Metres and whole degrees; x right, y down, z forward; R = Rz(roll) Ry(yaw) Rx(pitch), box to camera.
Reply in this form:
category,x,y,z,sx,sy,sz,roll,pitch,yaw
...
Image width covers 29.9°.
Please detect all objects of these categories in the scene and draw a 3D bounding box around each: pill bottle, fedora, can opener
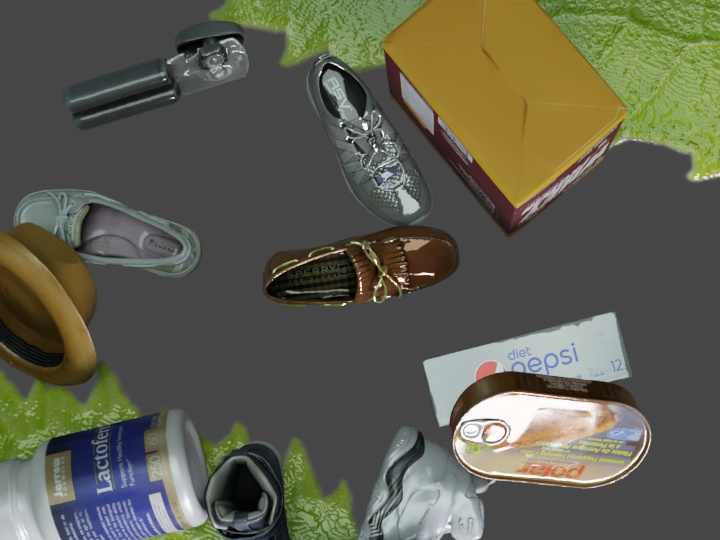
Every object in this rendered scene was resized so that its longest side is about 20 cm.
category,x,y,z,sx,sy,sz,roll,pitch,yaw
pill bottle,-0.255,0.213,1.323,0.197,0.116,0.117,-14,83,2
fedora,-0.324,0.021,1.344,0.199,0.202,0.082,32,49,7
can opener,-0.212,-0.207,1.411,0.197,0.054,0.067,-16,50,2

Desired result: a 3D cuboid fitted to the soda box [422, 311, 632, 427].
category,x,y,z,sx,sy,sz,roll,pitch,yaw
soda box,0.163,0.098,1.335,0.197,0.063,0.069,-15,82,2

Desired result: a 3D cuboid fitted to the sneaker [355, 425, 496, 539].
category,x,y,z,sx,sy,sz,roll,pitch,yaw
sneaker,0.056,0.263,1.316,0.113,0.075,0.203,19,82,8

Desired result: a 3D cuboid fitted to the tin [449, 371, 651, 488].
category,x,y,z,sx,sy,sz,roll,pitch,yaw
tin,0.181,0.154,1.299,0.197,0.042,0.113,8,120,-14

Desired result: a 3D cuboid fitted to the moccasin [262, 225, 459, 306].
category,x,y,z,sx,sy,sz,roll,pitch,yaw
moccasin,0.000,-0.002,1.343,0.198,0.078,0.075,-3,107,3

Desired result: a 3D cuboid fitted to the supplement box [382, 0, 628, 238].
category,x,y,z,sx,sy,sz,roll,pitch,yaw
supplement box,0.134,-0.161,1.298,0.132,0.200,0.198,-39,82,-2

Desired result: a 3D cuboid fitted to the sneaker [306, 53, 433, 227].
category,x,y,z,sx,sy,sz,roll,pitch,yaw
sneaker,0.002,-0.130,1.363,0.074,0.082,0.201,-35,82,-1

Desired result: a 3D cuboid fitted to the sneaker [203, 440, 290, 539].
category,x,y,z,sx,sy,sz,roll,pitch,yaw
sneaker,-0.101,0.269,1.293,0.076,0.146,0.206,-10,84,1

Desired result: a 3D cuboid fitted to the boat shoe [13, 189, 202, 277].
category,x,y,z,sx,sy,sz,roll,pitch,yaw
boat shoe,-0.262,-0.040,1.378,0.199,0.065,0.075,16,84,6
